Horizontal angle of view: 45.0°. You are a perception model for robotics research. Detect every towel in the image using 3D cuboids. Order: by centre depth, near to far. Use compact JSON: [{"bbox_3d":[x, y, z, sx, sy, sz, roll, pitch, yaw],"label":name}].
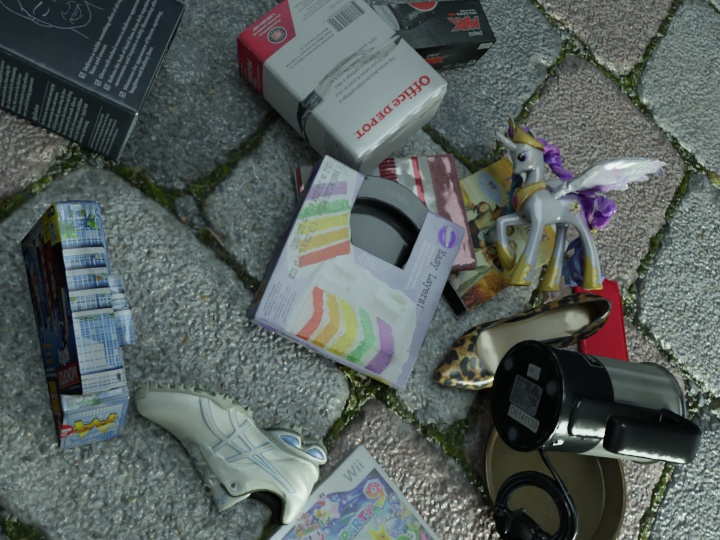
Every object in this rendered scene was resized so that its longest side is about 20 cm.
[{"bbox_3d":[0.028,-0.060,1.003,0.197,0.023,0.146,-6,73,-14],"label":"towel"}]

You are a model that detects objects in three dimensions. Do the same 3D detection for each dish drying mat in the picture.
[{"bbox_3d":[0.313,0.102,1.108,0.076,0.018,0.202,10,66,-23],"label":"dish drying mat"}]

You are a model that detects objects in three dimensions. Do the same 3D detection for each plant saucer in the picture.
[{"bbox_3d":[0.220,0.238,0.998,0.198,0.029,0.202,11,65,-24],"label":"plant saucer"}]

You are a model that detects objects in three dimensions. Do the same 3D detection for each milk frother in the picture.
[{"bbox_3d":[0.244,0.198,0.946,0.186,0.202,0.181,12,25,-28],"label":"milk frother"}]

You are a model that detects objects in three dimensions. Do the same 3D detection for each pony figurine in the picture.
[{"bbox_3d":[0.247,-0.078,1.047,0.191,0.166,0.203,3,84,-17],"label":"pony figurine"}]

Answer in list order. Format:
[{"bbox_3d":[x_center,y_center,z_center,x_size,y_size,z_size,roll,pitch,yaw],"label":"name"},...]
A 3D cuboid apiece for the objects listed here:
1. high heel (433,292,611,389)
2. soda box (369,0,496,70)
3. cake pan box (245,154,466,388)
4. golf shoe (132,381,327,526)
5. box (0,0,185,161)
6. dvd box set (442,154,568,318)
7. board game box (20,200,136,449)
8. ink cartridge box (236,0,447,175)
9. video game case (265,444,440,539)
[{"bbox_3d":[0.184,0.075,0.977,0.198,0.142,0.072,-17,78,-32],"label":"high heel"},{"bbox_3d":[0.076,-0.302,1.127,0.198,0.063,0.071,-14,77,-32],"label":"soda box"},{"bbox_3d":[0.000,0.000,0.935,0.183,0.052,0.202,28,77,-14],"label":"cake pan box"},{"bbox_3d":[-0.129,0.172,0.817,0.198,0.078,0.098,26,64,-15],"label":"golf shoe"},{"bbox_3d":[-0.302,-0.232,0.875,0.198,0.107,0.150,25,60,-17],"label":"box"},{"bbox_3d":[0.157,-0.047,1.082,0.199,0.029,0.147,-27,84,-33],"label":"dvd box set"},{"bbox_3d":[-0.241,0.054,0.761,0.061,0.199,0.202,-9,88,-29],"label":"board game box"},{"bbox_3d":[-0.022,-0.219,0.990,0.145,0.084,0.200,-41,81,-17],"label":"ink cartridge box"},{"bbox_3d":[0.017,0.298,0.873,0.143,0.018,0.200,-40,90,-33],"label":"video game case"}]
